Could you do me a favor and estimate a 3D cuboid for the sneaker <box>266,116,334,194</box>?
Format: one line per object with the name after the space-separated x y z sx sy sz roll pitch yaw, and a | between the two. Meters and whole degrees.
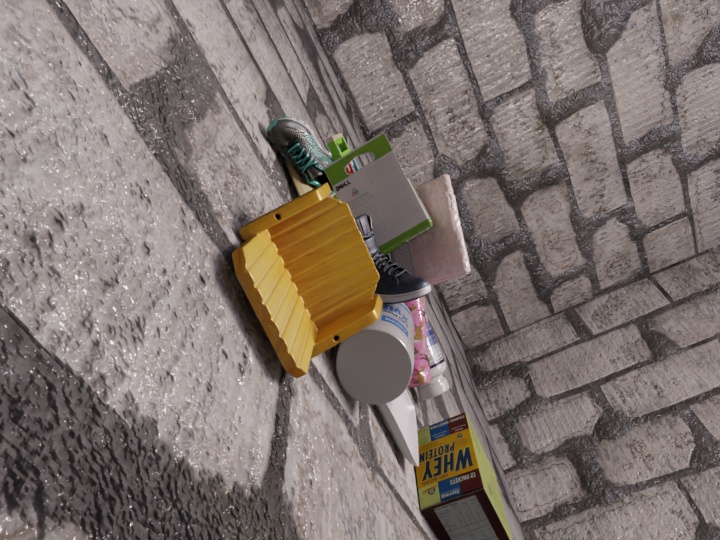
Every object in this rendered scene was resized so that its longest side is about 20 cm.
-0.103 -0.223 1.056 0.199 0.077 0.093 33 29 -42 | sneaker

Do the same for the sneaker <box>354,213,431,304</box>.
0.032 -0.024 0.955 0.076 0.199 0.150 -25 115 -49 | sneaker

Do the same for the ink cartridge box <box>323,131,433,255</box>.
0.037 -0.143 1.051 0.204 0.145 0.076 64 10 6 | ink cartridge box

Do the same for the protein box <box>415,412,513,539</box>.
0.212 0.460 1.121 0.200 0.132 0.203 -90 155 -62 | protein box

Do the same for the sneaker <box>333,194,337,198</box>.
-0.019 -0.175 1.417 0.076 0.082 0.200 67 12 3 | sneaker

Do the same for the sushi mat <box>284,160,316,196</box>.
-0.089 -0.132 1.053 0.095 0.012 0.203 28 30 -51 | sushi mat

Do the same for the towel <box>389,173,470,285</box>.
0.129 -0.071 1.105 0.032 0.189 0.205 -3 78 -46 | towel

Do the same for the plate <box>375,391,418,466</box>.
0.063 0.260 1.074 0.203 0.032 0.201 63 12 -16 | plate

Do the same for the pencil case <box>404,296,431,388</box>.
0.096 0.134 1.071 0.086 0.081 0.206 30 55 -75 | pencil case

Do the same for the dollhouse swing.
-0.056 0.008 0.702 0.204 0.179 0.176 64 -9 -12 | dollhouse swing

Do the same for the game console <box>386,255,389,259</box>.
-0.032 -0.111 1.141 0.203 0.114 0.177 -102 164 -46 | game console

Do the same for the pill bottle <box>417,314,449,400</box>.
0.159 0.227 1.394 0.111 0.109 0.204 6 62 -77 | pill bottle

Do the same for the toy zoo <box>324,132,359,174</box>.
-0.014 -0.199 1.158 0.203 0.020 0.131 63 14 -11 | toy zoo

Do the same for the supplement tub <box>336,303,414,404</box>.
0.031 0.129 0.930 0.134 0.129 0.200 64 10 -10 | supplement tub
